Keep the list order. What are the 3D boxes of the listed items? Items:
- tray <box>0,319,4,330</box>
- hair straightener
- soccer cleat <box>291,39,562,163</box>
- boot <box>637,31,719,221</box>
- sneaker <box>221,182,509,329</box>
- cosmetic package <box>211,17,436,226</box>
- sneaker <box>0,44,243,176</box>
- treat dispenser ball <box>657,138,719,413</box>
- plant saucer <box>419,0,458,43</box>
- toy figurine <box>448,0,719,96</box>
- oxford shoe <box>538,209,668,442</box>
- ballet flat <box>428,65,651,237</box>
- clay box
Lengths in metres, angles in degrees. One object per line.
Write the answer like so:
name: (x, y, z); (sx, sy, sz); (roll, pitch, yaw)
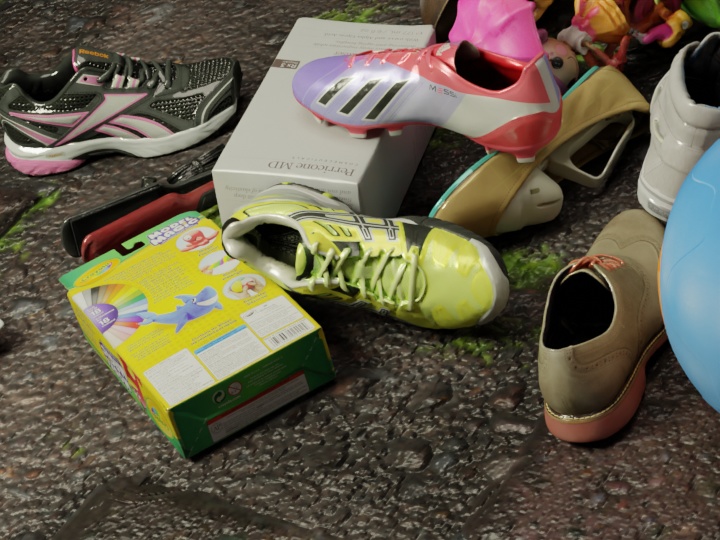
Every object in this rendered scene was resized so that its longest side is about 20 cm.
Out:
tray: (-0.350, 0.080, 1.437); (0.200, 0.022, 0.107); (-35, 40, -25)
hair straightener: (-0.137, -0.066, 1.530); (0.200, 0.041, 0.077); (-33, 38, -22)
soccer cleat: (0.043, -0.127, 1.382); (0.199, 0.077, 0.067); (15, 43, 27)
boot: (0.233, -0.117, 1.375); (0.073, 0.096, 0.200); (17, 35, 3)
sneaker: (0.000, 0.000, 1.329); (0.199, 0.076, 0.076); (13, 21, 27)
cosmetic package: (-0.019, -0.093, 1.477); (0.112, 0.081, 0.200); (5, 39, 15)
sneaker: (-0.191, -0.137, 1.611); (0.199, 0.087, 0.080); (-16, 36, 1)
treat dispenser ball: (0.262, 0.003, 1.130); (0.200, 0.201, 0.201); (-11, 35, 8)
plant saucer: (0.103, -0.260, 1.578); (0.032, 0.200, 0.200); (38, 53, 6)
toy figurine: (0.152, -0.185, 1.496); (0.184, 0.200, 0.150); (-44, 43, -4)
oxford shoe: (0.155, 0.014, 1.269); (0.070, 0.075, 0.200); (-4, 36, 22)
ballet flat: (0.129, -0.072, 1.413); (0.063, 0.069, 0.200); (40, 62, 17)
clay box: (-0.113, 0.036, 1.376); (0.115, 0.048, 0.200); (-28, 35, -15)
